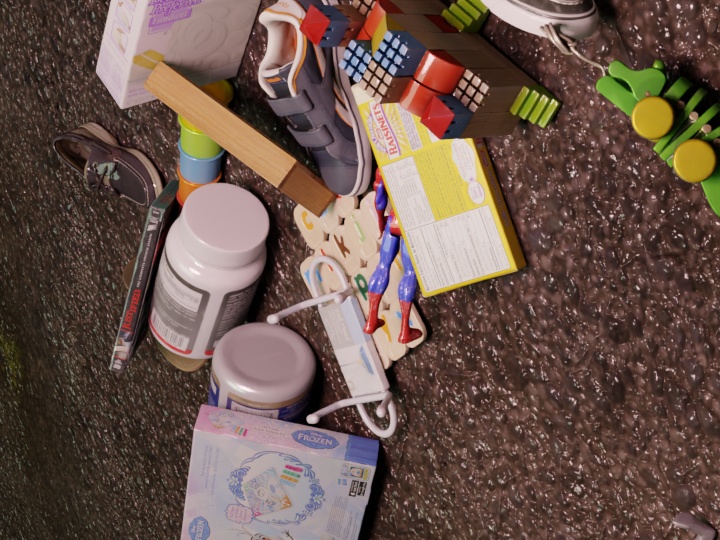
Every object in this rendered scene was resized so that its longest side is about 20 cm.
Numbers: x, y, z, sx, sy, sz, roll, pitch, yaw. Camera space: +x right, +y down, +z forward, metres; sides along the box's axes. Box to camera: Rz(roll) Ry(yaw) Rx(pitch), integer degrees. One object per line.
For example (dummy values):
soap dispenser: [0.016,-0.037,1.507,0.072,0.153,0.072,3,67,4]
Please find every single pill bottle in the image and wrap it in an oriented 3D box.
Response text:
pill bottle: [-0.169,0.000,1.665,0.114,0.114,0.200,53,145,23]
pill bottle: [-0.118,0.166,1.686,0.116,0.115,0.200,46,142,32]

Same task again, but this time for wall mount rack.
wall mount rack: [-0.016,0.084,1.493,0.174,0.074,0.201,-18,94,58]

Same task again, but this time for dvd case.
dvd case: [-0.247,0.004,1.730,0.146,0.022,0.201,-81,6,-74]

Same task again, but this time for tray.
tray: [-0.120,-0.132,1.480,0.200,0.037,0.099,38,-178,28]

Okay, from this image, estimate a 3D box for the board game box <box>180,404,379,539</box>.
board game box: [-0.092,0.247,1.647,0.043,0.198,0.200,-80,2,-48]

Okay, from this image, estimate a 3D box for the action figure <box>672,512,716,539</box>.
action figure: [0.276,0.326,1.202,0.200,0.104,0.194,-109,15,-48]

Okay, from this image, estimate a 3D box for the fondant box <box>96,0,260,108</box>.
fondant box: [-0.176,-0.262,1.487,0.058,0.144,0.200,54,146,22]

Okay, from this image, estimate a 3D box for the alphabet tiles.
alphabet tiles: [0.000,0.000,1.503,0.196,0.015,0.200,62,148,10]

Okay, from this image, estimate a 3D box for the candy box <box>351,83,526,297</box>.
candy box: [0.068,-0.084,1.306,0.102,0.026,0.201,-16,95,37]

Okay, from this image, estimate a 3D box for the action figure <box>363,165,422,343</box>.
action figure: [0.039,-0.035,1.381,0.065,0.052,0.201,17,116,27]

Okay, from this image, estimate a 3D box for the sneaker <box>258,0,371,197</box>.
sneaker: [-0.050,-0.161,1.410,0.078,0.079,0.201,0,106,53]

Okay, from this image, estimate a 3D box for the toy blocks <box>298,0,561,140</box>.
toy blocks: [0.044,-0.170,1.192,0.200,0.137,0.100,45,121,25]

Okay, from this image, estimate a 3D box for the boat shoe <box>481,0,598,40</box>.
boat shoe: [0.111,-0.249,1.131,0.200,0.071,0.064,49,145,32]

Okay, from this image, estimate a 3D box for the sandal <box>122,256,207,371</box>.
sandal: [-0.224,0.063,1.855,0.212,0.078,0.070,49,176,40]

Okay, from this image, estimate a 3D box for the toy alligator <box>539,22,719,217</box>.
toy alligator: [0.214,-0.121,1.055,0.054,0.059,0.200,-44,81,13]

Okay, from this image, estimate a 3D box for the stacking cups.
stacking cups: [-0.176,-0.123,1.659,0.061,0.060,0.200,45,144,32]

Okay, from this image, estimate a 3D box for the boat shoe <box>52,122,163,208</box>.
boat shoe: [-0.317,-0.126,1.860,0.200,0.065,0.072,37,135,39]
